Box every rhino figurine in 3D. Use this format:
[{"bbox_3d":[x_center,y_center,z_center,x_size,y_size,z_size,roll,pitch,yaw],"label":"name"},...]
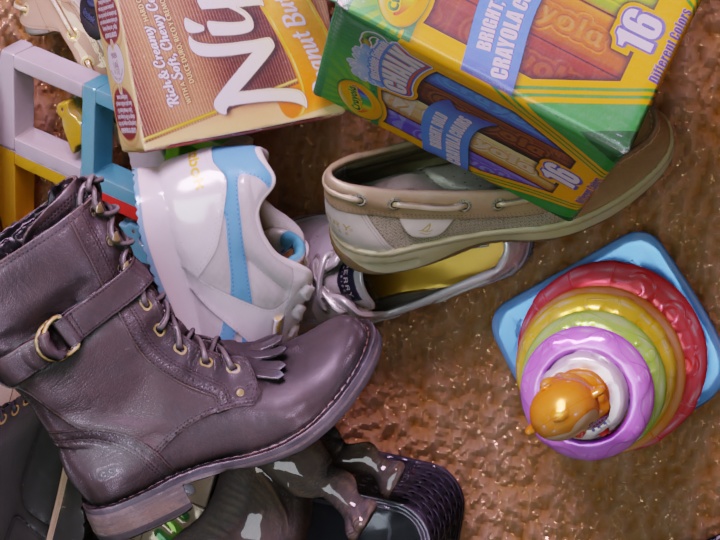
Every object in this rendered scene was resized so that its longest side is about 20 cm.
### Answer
[{"bbox_3d":[-0.065,0.166,0.961,0.087,0.060,0.200,34,94,8],"label":"rhino figurine"}]

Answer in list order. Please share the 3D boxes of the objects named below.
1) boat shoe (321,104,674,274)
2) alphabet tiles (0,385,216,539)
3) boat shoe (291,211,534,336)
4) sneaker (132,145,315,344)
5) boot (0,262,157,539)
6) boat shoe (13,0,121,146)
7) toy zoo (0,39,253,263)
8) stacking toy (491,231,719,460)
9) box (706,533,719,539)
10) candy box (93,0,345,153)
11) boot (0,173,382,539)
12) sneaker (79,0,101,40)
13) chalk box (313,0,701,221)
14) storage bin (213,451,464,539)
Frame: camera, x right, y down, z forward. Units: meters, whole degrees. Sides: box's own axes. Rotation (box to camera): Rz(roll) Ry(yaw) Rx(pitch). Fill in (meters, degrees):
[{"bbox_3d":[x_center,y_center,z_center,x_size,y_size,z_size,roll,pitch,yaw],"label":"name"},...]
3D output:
[{"bbox_3d":[0.077,-0.058,0.955,0.200,0.063,0.073,-15,51,-4],"label":"boat shoe"},{"bbox_3d":[-0.162,0.162,1.025,0.199,0.008,0.168,19,102,13],"label":"alphabet tiles"},{"bbox_3d":[0.000,0.000,1.018,0.199,0.070,0.071,-9,96,17],"label":"boat shoe"},{"bbox_3d":[-0.061,0.021,0.973,0.080,0.077,0.200,-17,128,2],"label":"sneaker"},{"bbox_3d":[-0.194,0.077,0.983,0.138,0.077,0.201,18,101,18],"label":"boot"},{"bbox_3d":[-0.170,-0.159,1.041,0.069,0.074,0.200,-35,89,12],"label":"boat shoe"},{"bbox_3d":[-0.153,-0.054,1.038,0.199,0.020,0.132,23,128,23],"label":"toy zoo"},{"bbox_3d":[0.122,0.058,0.924,0.116,0.200,0.110,-30,89,17],"label":"stacking toy"},{"bbox_3d":[0.241,0.245,0.998,0.159,0.046,0.200,-30,90,18],"label":"box"},{"bbox_3d":[-0.085,-0.170,0.929,0.115,0.055,0.201,-13,99,-20],"label":"candy box"},{"bbox_3d":[-0.102,0.027,0.890,0.200,0.069,0.175,-32,110,-12],"label":"boot"},{"bbox_3d":[-0.079,-0.200,1.004,0.087,0.074,0.200,35,83,-29],"label":"sneaker"},{"bbox_3d":[0.055,-0.134,0.883,0.199,0.124,0.125,26,74,-1],"label":"chalk box"},{"bbox_3d":[-0.049,0.174,1.046,0.199,0.094,0.136,11,101,13],"label":"storage bin"}]
